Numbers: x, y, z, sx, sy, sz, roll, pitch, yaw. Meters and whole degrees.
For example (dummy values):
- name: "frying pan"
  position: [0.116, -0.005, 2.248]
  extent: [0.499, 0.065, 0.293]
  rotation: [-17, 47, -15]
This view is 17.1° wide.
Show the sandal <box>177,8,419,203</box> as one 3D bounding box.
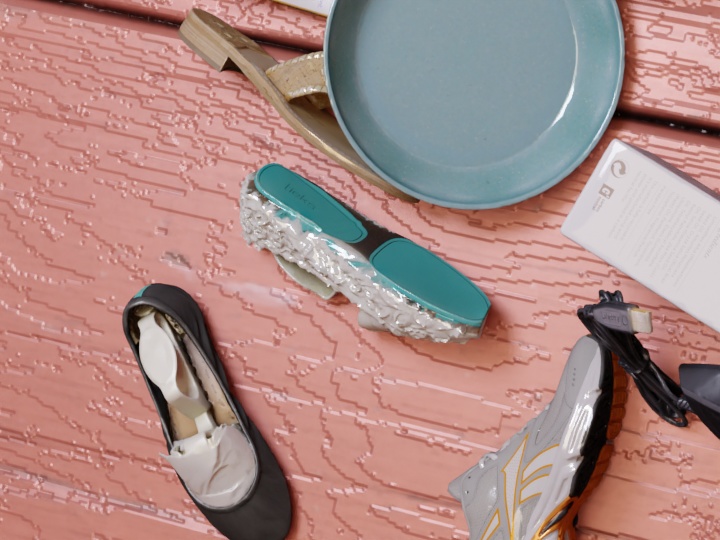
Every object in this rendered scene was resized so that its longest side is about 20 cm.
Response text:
- name: "sandal"
  position: [-0.029, -0.133, 1.610]
  extent: [0.211, 0.078, 0.070]
  rotation: [37, 105, 21]

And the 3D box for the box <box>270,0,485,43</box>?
- name: "box"
  position: [0.001, -0.225, 1.625]
  extent: [0.199, 0.041, 0.120]
  rotation: [19, 94, 16]

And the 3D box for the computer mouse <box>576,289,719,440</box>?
- name: "computer mouse"
  position: [0.220, 0.064, 1.457]
  extent: [0.046, 0.140, 0.200]
  rotation: [-49, 33, -10]

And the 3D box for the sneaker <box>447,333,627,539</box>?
- name: "sneaker"
  position: [0.106, 0.130, 1.558]
  extent: [0.092, 0.076, 0.201]
  rotation: [20, 93, 22]

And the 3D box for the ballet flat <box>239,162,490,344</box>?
- name: "ballet flat"
  position: [0.000, 0.000, 1.610]
  extent: [0.200, 0.072, 0.072]
  rotation: [35, 98, 19]

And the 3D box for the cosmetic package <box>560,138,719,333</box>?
- name: "cosmetic package"
  position: [0.234, 0.000, 1.505]
  extent: [0.200, 0.101, 0.071]
  rotation: [33, 98, 17]

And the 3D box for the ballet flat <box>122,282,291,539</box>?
- name: "ballet flat"
  position: [-0.113, 0.102, 1.631]
  extent: [0.068, 0.068, 0.201]
  rotation: [-31, 79, 14]

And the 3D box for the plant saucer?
- name: "plant saucer"
  position: [0.072, -0.141, 1.567]
  extent: [0.199, 0.036, 0.201]
  rotation: [-1, 96, -9]
